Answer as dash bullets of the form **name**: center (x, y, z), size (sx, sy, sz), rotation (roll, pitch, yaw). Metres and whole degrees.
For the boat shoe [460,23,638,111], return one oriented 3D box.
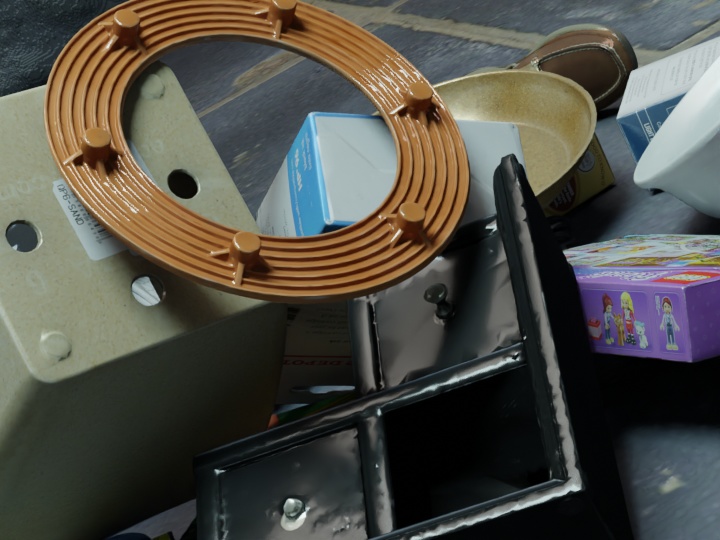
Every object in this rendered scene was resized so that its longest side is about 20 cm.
- **boat shoe**: center (0.135, -0.133, 1.451), size (0.199, 0.076, 0.072), rotation (-23, 18, 48)

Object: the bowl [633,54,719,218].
- **bowl**: center (0.258, -0.097, 1.060), size (0.201, 0.090, 0.201), rotation (-48, 4, 5)

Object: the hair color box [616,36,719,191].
- **hair color box**: center (0.277, -0.128, 1.222), size (0.199, 0.061, 0.100), rotation (-21, 18, 23)

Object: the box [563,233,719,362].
- **box**: center (0.156, 0.011, 0.965), size (0.136, 0.039, 0.200), rotation (-11, 7, -30)

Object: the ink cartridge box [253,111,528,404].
- **ink cartridge box**: center (0.000, 0.000, 0.972), size (0.115, 0.068, 0.200), rotation (2, -30, -21)

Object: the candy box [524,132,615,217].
- **candy box**: center (0.067, -0.041, 1.298), size (0.199, 0.057, 0.117), rotation (-34, 20, -15)

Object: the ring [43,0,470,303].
- **ring**: center (-0.044, -0.066, 0.834), size (0.200, 0.200, 0.019), rotation (-42, -19, -41)

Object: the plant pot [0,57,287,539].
- **plant pot**: center (-0.147, 0.013, 0.880), size (0.199, 0.201, 0.177), rotation (-20, -17, -32)

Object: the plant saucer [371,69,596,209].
- **plant saucer**: center (0.066, -0.067, 1.230), size (0.199, 0.036, 0.201), rotation (-16, 32, 10)

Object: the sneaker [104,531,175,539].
- **sneaker**: center (-0.119, 0.169, 0.889), size (0.078, 0.067, 0.200), rotation (-10, 0, -9)

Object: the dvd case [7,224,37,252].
- **dvd case**: center (-0.231, 0.001, 1.178), size (0.199, 0.025, 0.151), rotation (-20, 60, 29)

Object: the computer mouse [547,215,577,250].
- **computer mouse**: center (0.055, 0.028, 1.137), size (0.109, 0.044, 0.200), rotation (-14, 21, 34)

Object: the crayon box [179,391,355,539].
- **crayon box**: center (0.016, 0.105, 0.960), size (0.199, 0.051, 0.127), rotation (-18, 19, 27)

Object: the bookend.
- **bookend**: center (0.009, 0.075, 0.839), size (0.197, 0.092, 0.201), rotation (-19, 44, 14)

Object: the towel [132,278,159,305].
- **towel**: center (-0.114, 0.000, 1.227), size (0.190, 0.032, 0.200), rotation (1, 23, -46)
